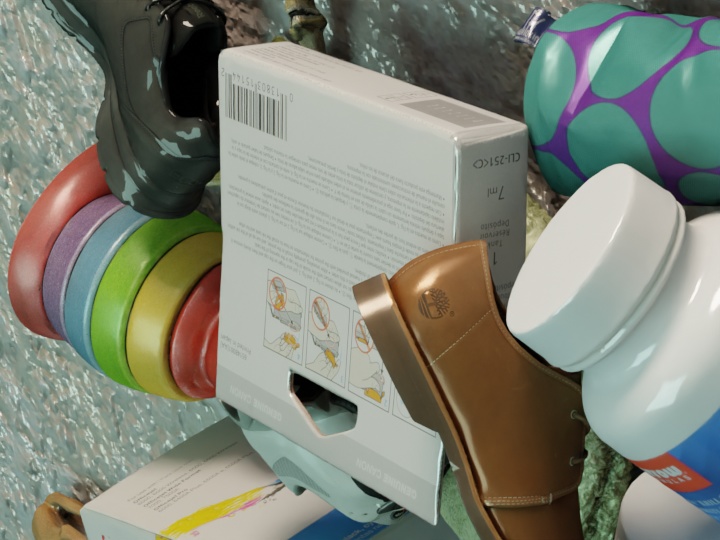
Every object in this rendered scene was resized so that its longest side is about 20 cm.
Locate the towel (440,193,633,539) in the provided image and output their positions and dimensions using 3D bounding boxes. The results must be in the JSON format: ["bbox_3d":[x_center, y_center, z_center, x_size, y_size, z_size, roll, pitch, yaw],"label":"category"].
[{"bbox_3d":[0.080,0.071,1.258,0.148,0.036,0.201,48,138,47],"label":"towel"}]

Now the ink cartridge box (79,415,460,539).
[{"bbox_3d":[-0.030,0.180,1.464,0.199,0.144,0.148,13,124,48],"label":"ink cartridge box"}]

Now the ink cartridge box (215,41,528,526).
[{"bbox_3d":[0.000,0.000,1.215,0.200,0.044,0.178,25,119,53],"label":"ink cartridge box"}]

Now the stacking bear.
[{"bbox_3d":[-0.091,0.023,1.469,0.199,0.113,0.122,25,134,35],"label":"stacking bear"}]

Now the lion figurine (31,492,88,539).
[{"bbox_3d":[-0.197,0.212,1.793,0.122,0.072,0.201,43,130,45],"label":"lion figurine"}]

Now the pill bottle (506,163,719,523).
[{"bbox_3d":[0.160,0.046,1.075,0.199,0.113,0.112,34,149,-14],"label":"pill bottle"}]

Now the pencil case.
[{"bbox_3d":[0.157,-0.071,1.086,0.199,0.093,0.085,8,157,49],"label":"pencil case"}]

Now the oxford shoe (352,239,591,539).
[{"bbox_3d":[0.072,0.080,1.107,0.201,0.071,0.071,62,-177,-14],"label":"oxford shoe"}]

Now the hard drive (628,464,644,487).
[{"bbox_3d":[0.143,0.126,1.299,0.200,0.033,0.140,52,146,12],"label":"hard drive"}]

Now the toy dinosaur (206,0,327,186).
[{"bbox_3d":[-0.034,-0.070,1.383,0.102,0.058,0.200,67,152,20],"label":"toy dinosaur"}]

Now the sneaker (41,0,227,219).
[{"bbox_3d":[-0.110,-0.133,1.392,0.091,0.076,0.201,-37,71,49],"label":"sneaker"}]

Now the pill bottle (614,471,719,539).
[{"bbox_3d":[0.149,0.186,1.204,0.111,0.111,0.201,34,138,33],"label":"pill bottle"}]

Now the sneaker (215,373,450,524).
[{"bbox_3d":[0.020,0.081,1.276,0.199,0.074,0.089,2,126,52],"label":"sneaker"}]
